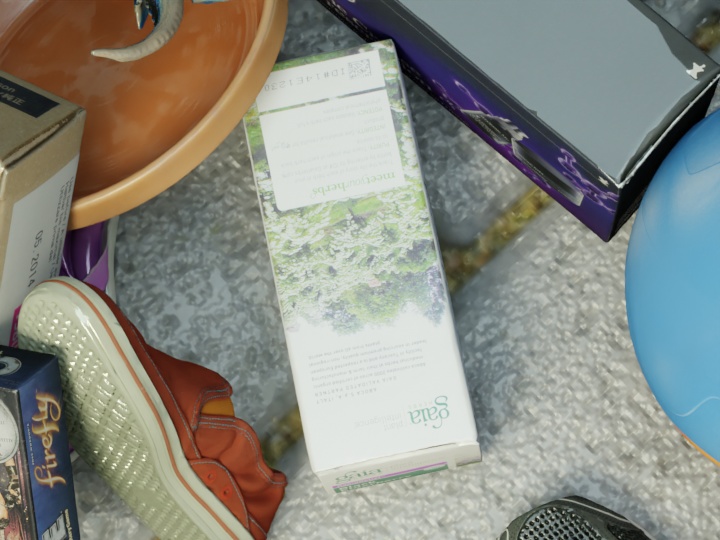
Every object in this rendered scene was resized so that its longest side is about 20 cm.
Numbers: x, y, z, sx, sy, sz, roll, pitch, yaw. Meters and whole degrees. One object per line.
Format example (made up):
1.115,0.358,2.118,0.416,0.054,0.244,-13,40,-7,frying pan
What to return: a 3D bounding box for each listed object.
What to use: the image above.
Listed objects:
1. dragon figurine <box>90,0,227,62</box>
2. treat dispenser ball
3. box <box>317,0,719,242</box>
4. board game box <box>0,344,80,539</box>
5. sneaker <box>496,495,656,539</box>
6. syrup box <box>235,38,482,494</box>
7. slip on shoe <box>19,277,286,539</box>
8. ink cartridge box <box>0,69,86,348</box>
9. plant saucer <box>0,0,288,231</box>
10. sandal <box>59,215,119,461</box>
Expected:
-0.094,-0.152,1.201,0.099,0.059,0.200,-9,49,39,dragon figurine
0.219,0.008,1.174,0.201,0.201,0.201,0,79,1,treat dispenser ball
0.067,-0.115,1.233,0.200,0.141,0.079,40,82,9,box
-0.219,0.086,1.166,0.200,0.035,0.136,10,120,26,board game box
0.145,0.181,1.201,0.080,0.086,0.200,-43,80,-8,sneaker
0.000,0.000,1.242,0.079,0.081,0.200,-12,79,2,syrup box
-0.092,0.063,1.182,0.074,0.200,0.061,13,60,37,slip on shoe
-0.222,-0.009,1.186,0.165,0.075,0.200,25,124,16,ink cartridge box
-0.124,-0.099,1.246,0.200,0.032,0.200,-16,49,20,plant saucer
-0.155,-0.005,1.262,0.082,0.050,0.203,5,78,3,sandal
